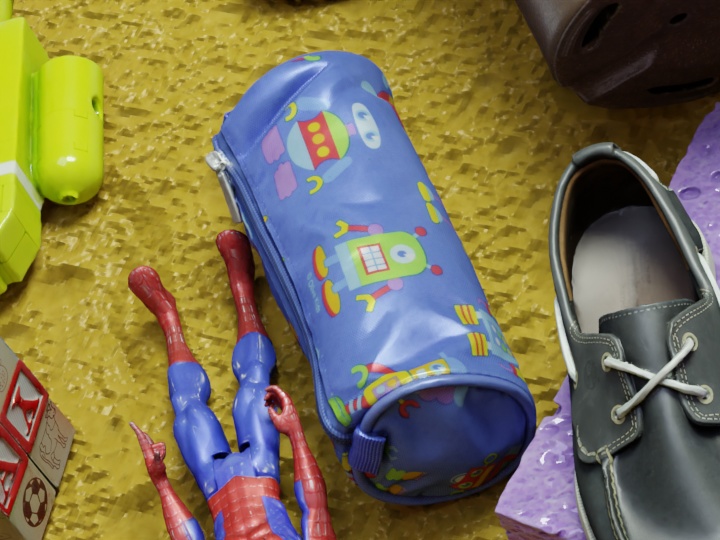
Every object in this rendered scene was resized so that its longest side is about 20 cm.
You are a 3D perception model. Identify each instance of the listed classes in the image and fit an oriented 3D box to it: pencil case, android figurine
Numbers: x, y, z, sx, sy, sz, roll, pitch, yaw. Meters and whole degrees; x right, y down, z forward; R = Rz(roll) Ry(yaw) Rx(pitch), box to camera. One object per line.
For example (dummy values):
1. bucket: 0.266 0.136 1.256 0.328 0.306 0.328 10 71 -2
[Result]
1. pencil case: 0.000 0.000 1.052 0.086 0.078 0.200 -11 49 -16
2. android figurine: -0.201 -0.043 1.188 0.181 0.041 0.201 -14 52 12

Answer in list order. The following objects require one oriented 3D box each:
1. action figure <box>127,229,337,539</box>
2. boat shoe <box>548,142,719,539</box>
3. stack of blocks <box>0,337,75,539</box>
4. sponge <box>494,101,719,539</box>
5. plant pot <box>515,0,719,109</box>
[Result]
1. action figure: -0.050 0.074 1.044 0.065 0.052 0.201 -20 54 3
2. boat shoe: 0.103 0.043 0.949 0.071 0.068 0.201 -14 50 10
3. stack of blocks: -0.232 0.059 1.082 0.199 0.115 0.059 1 57 23
4. sponge: 0.143 0.032 1.005 0.111 0.030 0.200 17 64 31
5. plant pot: 0.113 -0.185 1.064 0.199 0.200 0.199 -22 68 6
